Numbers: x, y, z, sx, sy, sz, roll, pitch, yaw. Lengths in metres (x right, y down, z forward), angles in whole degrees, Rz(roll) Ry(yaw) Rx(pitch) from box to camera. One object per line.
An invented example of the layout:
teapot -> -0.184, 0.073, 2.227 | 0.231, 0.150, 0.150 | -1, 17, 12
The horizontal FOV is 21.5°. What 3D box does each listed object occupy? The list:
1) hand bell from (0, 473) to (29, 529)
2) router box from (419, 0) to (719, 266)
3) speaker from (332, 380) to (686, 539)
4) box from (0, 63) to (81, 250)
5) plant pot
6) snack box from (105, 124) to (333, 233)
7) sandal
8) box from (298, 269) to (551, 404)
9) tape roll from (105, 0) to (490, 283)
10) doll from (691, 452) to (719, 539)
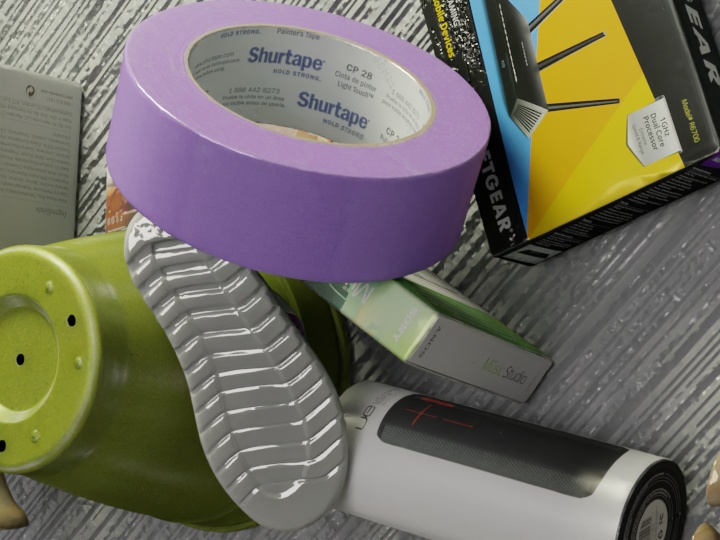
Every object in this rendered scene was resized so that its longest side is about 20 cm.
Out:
hand bell -> -0.250, 0.056, 1.180 | 0.104, 0.104, 0.200 | 4, 88, 35
router box -> 0.119, -0.123, 1.063 | 0.149, 0.051, 0.200 | -26, 69, 30
speaker -> 0.074, 0.120, 1.051 | 0.200, 0.081, 0.081 | 13, 92, 36
box -> -0.286, -0.035, 1.303 | 0.152, 0.106, 0.200 | -2, 83, 34
plant pot -> -0.142, 0.057, 1.139 | 0.200, 0.193, 0.201 | -5, 81, 34
snack box -> -0.082, -0.075, 1.209 | 0.200, 0.024, 0.072 | -15, 65, 33
sandal -> -0.062, 0.047, 1.061 | 0.082, 0.050, 0.203 | -21, 99, 10
box -> 0.000, 0.000, 1.075 | 0.200, 0.144, 0.036 | 35, 97, 33
tape roll -> -0.034, -0.074, 1.023 | 0.200, 0.200, 0.066 | 37, 127, 32
doll -> 0.263, 0.157, 0.933 | 0.200, 0.048, 0.137 | 16, 84, 29
